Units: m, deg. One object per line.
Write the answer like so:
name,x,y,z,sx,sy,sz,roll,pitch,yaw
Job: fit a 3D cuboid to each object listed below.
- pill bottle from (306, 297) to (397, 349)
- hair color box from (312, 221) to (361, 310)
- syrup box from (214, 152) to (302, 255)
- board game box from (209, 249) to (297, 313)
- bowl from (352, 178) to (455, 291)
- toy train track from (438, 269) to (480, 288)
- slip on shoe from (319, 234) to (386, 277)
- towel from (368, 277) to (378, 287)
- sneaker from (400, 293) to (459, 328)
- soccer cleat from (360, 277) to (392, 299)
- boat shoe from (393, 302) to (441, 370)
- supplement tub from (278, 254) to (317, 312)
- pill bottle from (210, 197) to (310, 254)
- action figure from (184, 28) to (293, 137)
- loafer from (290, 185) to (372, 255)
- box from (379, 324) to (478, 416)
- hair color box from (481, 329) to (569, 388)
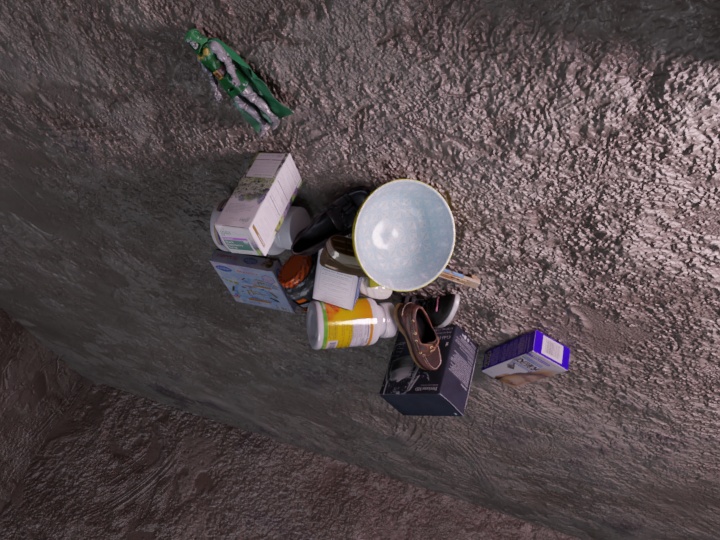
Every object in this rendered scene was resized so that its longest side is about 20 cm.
pill bottle,-0.019,0.120,1.238,0.197,0.113,0.111,-2,154,-20
hair color box,-0.040,-0.022,1.154,0.099,0.061,0.202,16,123,8
syrup box,-0.190,-0.130,1.019,0.078,0.202,0.082,5,145,22
board game box,-0.289,0.032,1.469,0.197,0.042,0.201,10,146,19
bowl,0.068,-0.068,1.008,0.199,0.202,0.108,32,176,-17
toy train track,0.166,-0.008,1.152,0.197,0.033,0.115,18,146,-10
slip on shoe,0.011,-0.015,1.067,0.198,0.077,0.061,10,134,-33
towel,0.057,-0.033,1.147,0.085,0.018,0.201,-12,144,-8
sneaker,0.152,0.091,1.267,0.098,0.072,0.200,24,152,-14
soccer cleat,0.000,0.000,1.231,0.199,0.070,0.077,34,142,-15
boat shoe,0.146,0.160,1.240,0.070,0.071,0.201,-1,131,44
supplement tub,-0.101,0.050,1.309,0.121,0.124,0.200,-13,135,42
pill bottle,-0.215,-0.096,1.162,0.197,0.121,0.120,6,145,25
action figure,-0.217,-0.319,0.899,0.117,0.055,0.200,-11,131,45
loafer,-0.057,-0.090,1.049,0.199,0.063,0.072,-36,93,19
box,0.180,0.263,1.388,0.198,0.198,0.124,-13,135,42
hair color box,0.407,0.224,1.325,0.108,0.065,0.200,28,149,-12
